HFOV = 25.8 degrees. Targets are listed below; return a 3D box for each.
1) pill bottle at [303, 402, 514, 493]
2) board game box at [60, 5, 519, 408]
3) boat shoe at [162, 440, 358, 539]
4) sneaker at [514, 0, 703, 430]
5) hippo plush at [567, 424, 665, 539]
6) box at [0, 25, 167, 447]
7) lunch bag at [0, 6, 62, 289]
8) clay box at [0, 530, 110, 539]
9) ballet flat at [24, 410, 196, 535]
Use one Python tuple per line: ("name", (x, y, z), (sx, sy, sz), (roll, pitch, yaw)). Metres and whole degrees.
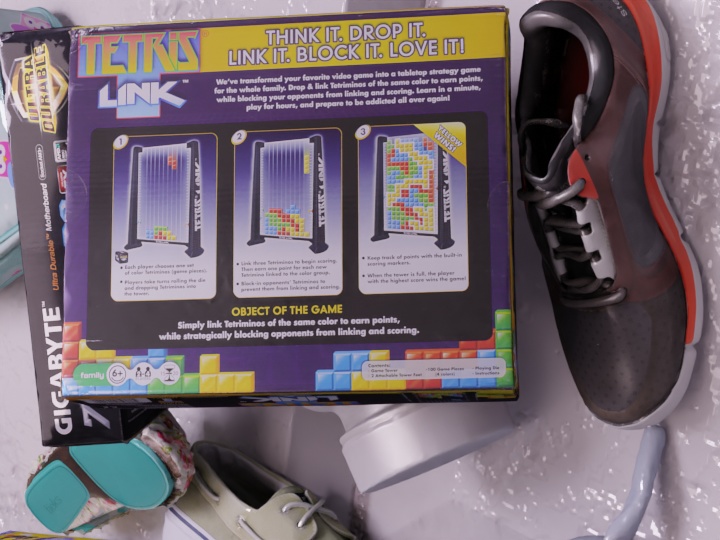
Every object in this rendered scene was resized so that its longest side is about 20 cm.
("pill bottle", (0.000, 0.000, 0.770), (0.111, 0.110, 0.202), (-32, 75, 41))
("board game box", (-0.030, -0.025, 0.693), (0.197, 0.057, 0.168), (-1, 79, 8))
("boat shoe", (-0.042, 0.151, 0.863), (0.199, 0.071, 0.063), (19, 106, 42))
("sneaker", (0.095, -0.026, 0.696), (0.076, 0.081, 0.203), (-7, 92, 42))
("hippo plush", (0.071, 0.201, 0.704), (0.200, 0.160, 0.160), (-47, 66, 37))
("box", (-0.128, -0.025, 0.835), (0.049, 0.200, 0.201), (-5, 96, 8))
("lunch bag", (-0.250, -0.067, 1.016), (0.199, 0.077, 0.162), (-26, 81, 42))
("clay box", (-0.207, 0.203, 0.994), (0.198, 0.114, 0.048), (-6, 92, 42))
("ballet flat", (-0.143, 0.108, 0.932), (0.076, 0.064, 0.199), (54, 145, -8))
